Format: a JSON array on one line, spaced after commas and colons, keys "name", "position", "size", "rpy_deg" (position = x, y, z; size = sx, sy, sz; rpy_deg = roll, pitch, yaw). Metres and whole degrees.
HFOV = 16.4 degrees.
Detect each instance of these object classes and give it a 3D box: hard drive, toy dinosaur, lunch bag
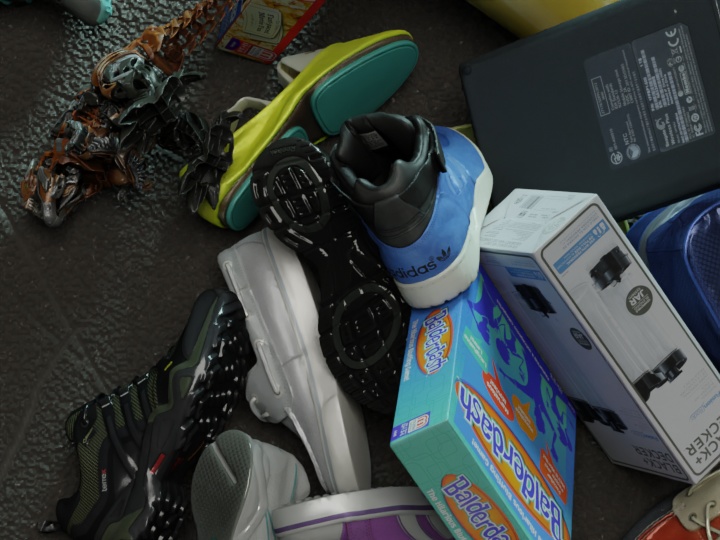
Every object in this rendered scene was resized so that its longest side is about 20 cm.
[{"name": "hard drive", "position": [0.169, -0.105, 1.685], "size": [0.199, 0.033, 0.140], "rpy_deg": [-19, 79, 30]}, {"name": "toy dinosaur", "position": [-0.155, -0.114, 1.712], "size": [0.102, 0.136, 0.201], "rpy_deg": [14, 103, -39]}, {"name": "lunch bag", "position": [0.280, -0.006, 1.712], "size": [0.199, 0.132, 0.136], "rpy_deg": [-29, 97, -12]}]

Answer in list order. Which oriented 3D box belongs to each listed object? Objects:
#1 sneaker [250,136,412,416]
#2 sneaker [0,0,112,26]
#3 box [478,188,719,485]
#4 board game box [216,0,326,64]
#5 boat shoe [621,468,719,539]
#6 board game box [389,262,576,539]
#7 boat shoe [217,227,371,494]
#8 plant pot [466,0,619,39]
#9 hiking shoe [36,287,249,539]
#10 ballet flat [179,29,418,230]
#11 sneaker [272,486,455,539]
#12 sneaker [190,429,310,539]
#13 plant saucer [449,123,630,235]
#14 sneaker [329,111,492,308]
[{"name": "sneaker", "position": [0.000, 0.000, 1.679], "size": [0.076, 0.091, 0.201], "rpy_deg": [-23, 89, 17]}, {"name": "sneaker", "position": [-0.270, -0.215, 1.772], "size": [0.199, 0.078, 0.092], "rpy_deg": [31, 87, 9]}, {"name": "box", "position": [0.162, 0.043, 1.651], "size": [0.060, 0.116, 0.200], "rpy_deg": [-42, 110, -16]}, {"name": "board game box", "position": [-0.039, -0.248, 1.724], "size": [0.046, 0.200, 0.152], "rpy_deg": [16, 71, -14]}, {"name": "boat shoe", "position": [0.253, 0.167, 1.688], "size": [0.199, 0.063, 0.071], "rpy_deg": [-29, 78, -12]}, {"name": "board game box", "position": [0.082, 0.100, 1.594], "size": [0.045, 0.200, 0.152], "rpy_deg": [-24, 117, 21]}, {"name": "boat shoe", "position": [-0.048, 0.068, 1.694], "size": [0.068, 0.072, 0.201], "rpy_deg": [-21, 80, 10]}, {"name": "plant pot", "position": [0.118, -0.259, 1.757], "size": [0.189, 0.201, 0.201], "rpy_deg": [46, 73, -5]}, {"name": "hiking shoe", "position": [-0.147, 0.096, 1.658], "size": [0.100, 0.076, 0.201], "rpy_deg": [20, 81, 21]}, {"name": "ballet flat", "position": [-0.049, -0.112, 1.757], "size": [0.200, 0.067, 0.067], "rpy_deg": [-44, 59, -15]}, {"name": "sneaker", "position": [0.037, 0.201, 1.630], "size": [0.199, 0.073, 0.115], "rpy_deg": [6, 76, -25]}, {"name": "sneaker", "position": [-0.079, 0.210, 1.638], "size": [0.080, 0.070, 0.202], "rpy_deg": [20, 85, -44]}, {"name": "plant saucer", "position": [0.091, -0.004, 1.747], "size": [0.199, 0.031, 0.201], "rpy_deg": [2, 72, -5]}, {"name": "sneaker", "position": [0.031, -0.071, 1.645], "size": [0.076, 0.112, 0.200], "rpy_deg": [-21, 28, 17]}]
